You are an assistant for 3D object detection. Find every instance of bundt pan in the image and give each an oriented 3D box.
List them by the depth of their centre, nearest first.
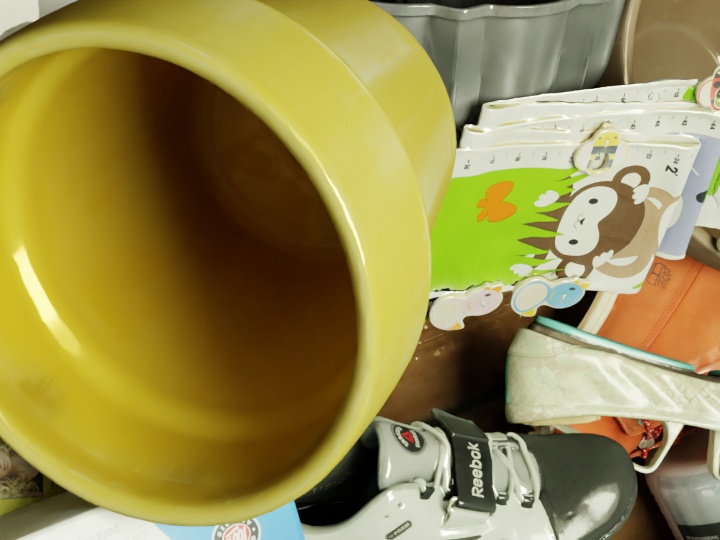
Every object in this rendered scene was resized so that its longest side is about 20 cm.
[{"bbox_3d":[0.033,-0.121,0.957,0.201,0.202,0.076,-14,119,-31],"label":"bundt pan"}]

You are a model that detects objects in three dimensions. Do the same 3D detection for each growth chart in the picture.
[{"bbox_3d":[0.103,-0.033,0.929,0.198,0.018,0.146,-12,133,-12],"label":"growth chart"}]

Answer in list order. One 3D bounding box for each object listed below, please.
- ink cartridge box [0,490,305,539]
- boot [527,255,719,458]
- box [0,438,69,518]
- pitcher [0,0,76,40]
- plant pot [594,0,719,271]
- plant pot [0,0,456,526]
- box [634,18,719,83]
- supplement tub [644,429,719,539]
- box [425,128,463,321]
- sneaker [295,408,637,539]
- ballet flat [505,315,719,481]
[{"bbox_3d":[-0.084,0.188,0.831,0.146,0.086,0.202,-19,94,-32],"label":"ink cartridge box"},{"bbox_3d":[0.148,0.069,1.041,0.106,0.075,0.201,22,72,12],"label":"boot"},{"bbox_3d":[-0.225,0.085,0.843,0.198,0.075,0.051,-1,88,-32],"label":"box"},{"bbox_3d":[-0.138,-0.140,0.899,0.171,0.121,0.202,26,61,-38],"label":"pitcher"},{"bbox_3d":[0.191,-0.095,1.053,0.199,0.092,0.203,3,84,-29],"label":"plant pot"},{"bbox_3d":[-0.050,-0.029,0.803,0.202,0.200,0.189,62,32,-11],"label":"plant pot"},{"bbox_3d":[0.147,-0.104,1.103,0.199,0.041,0.120,-17,94,-29],"label":"box"},{"bbox_3d":[0.249,0.163,1.090,0.122,0.122,0.201,-34,103,-29],"label":"supplement tub"},{"bbox_3d":[0.000,0.000,0.986,0.200,0.070,0.064,-47,113,-25],"label":"box"},{"bbox_3d":[0.036,0.104,0.918,0.198,0.089,0.074,-13,47,-9],"label":"sneaker"},{"bbox_3d":[0.166,0.075,0.990,0.198,0.067,0.063,14,89,0],"label":"ballet flat"}]
